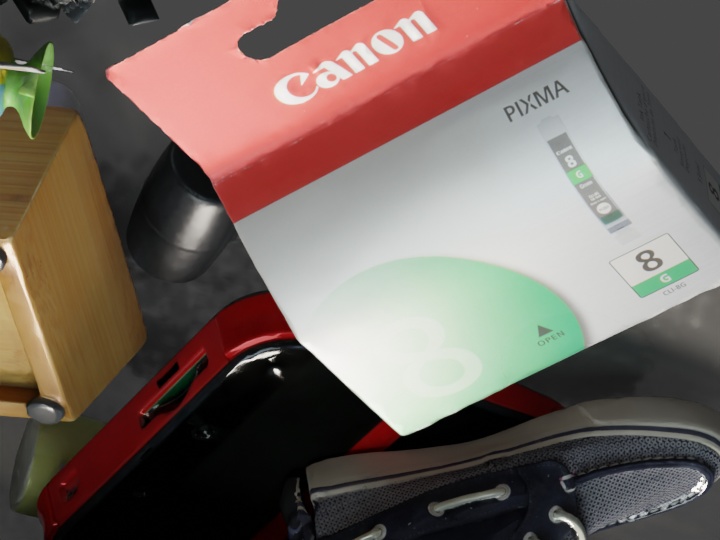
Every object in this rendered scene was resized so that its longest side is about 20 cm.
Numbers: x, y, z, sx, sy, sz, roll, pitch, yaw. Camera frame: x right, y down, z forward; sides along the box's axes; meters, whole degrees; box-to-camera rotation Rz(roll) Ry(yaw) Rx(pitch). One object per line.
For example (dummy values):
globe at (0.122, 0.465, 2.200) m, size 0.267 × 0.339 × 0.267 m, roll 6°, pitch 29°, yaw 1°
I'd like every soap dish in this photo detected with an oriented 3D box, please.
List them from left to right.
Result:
soap dish at (-0.198, -0.010, 1.015) m, size 0.198 × 0.082 × 0.158 m, roll 5°, pitch 145°, yaw 10°

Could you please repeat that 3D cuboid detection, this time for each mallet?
mallet at (0.000, 0.000, 1.021) m, size 0.199 × 0.041 × 0.066 m, roll 21°, pitch 143°, yaw -21°

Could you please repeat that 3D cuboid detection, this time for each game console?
game console at (-0.030, 0.092, 1.120) m, size 0.176 × 0.031 × 0.200 m, roll 20°, pitch 133°, yaw -32°

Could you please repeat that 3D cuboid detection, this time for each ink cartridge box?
ink cartridge box at (0.027, -0.035, 0.924) m, size 0.160 × 0.050 × 0.200 m, roll -27°, pitch 134°, yaw 22°

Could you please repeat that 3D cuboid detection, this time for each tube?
tube at (-0.065, 0.113, 1.188) m, size 0.199 × 0.052 × 0.058 m, roll 16°, pitch 180°, yaw -13°

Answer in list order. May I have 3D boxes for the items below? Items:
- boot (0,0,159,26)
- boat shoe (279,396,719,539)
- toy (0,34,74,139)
boot at (-0.147, -0.149, 0.812) m, size 0.161 × 0.074 × 0.199 m, roll -1°, pitch 151°, yaw 19°
boat shoe at (0.068, 0.120, 1.077) m, size 0.199 × 0.093 × 0.075 m, roll -12°, pitch 141°, yaw 3°
toy at (-0.210, -0.072, 0.909) m, size 0.198 × 0.048 × 0.115 m, roll 6°, pitch -176°, yaw 1°
